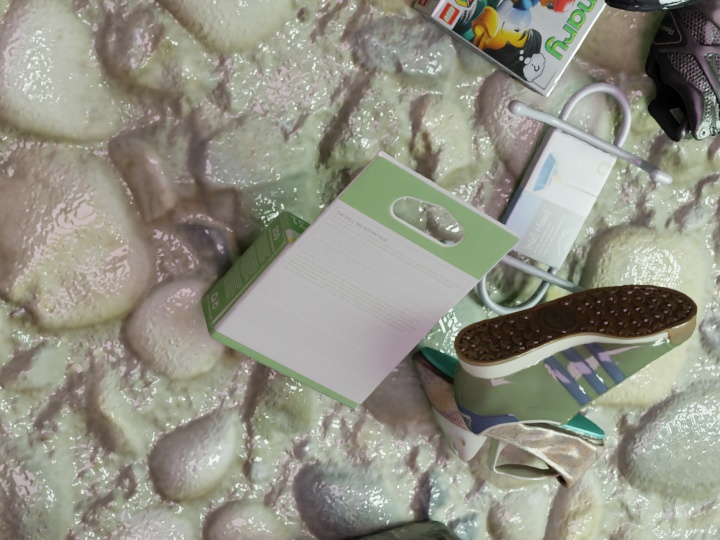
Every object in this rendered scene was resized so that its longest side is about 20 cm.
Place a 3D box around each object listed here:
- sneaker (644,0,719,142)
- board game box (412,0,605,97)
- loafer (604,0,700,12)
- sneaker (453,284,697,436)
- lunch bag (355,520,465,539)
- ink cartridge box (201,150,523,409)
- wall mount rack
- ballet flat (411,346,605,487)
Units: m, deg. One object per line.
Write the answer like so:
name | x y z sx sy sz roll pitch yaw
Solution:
sneaker | 0.299 -0.131 1.779 0.199 0.076 0.115 33 94 -28
board game box | 0.142 -0.246 1.682 0.126 0.035 0.201 30 94 -32
loafer | 0.254 -0.248 1.701 0.200 0.068 0.071 -29 121 -34
sneaker | 0.159 0.073 1.724 0.199 0.067 0.090 -12 128 -20
lunch bag | 0.032 0.295 1.751 0.199 0.168 0.140 -11 113 -22
ink cartridge box | 0.000 0.000 1.658 0.145 0.048 0.200 29 117 -30
wall mount rack | 0.140 -0.054 1.726 0.173 0.075 0.201 21 100 -30
ballet flat | 0.109 0.125 1.787 0.199 0.068 0.067 26 104 -29
